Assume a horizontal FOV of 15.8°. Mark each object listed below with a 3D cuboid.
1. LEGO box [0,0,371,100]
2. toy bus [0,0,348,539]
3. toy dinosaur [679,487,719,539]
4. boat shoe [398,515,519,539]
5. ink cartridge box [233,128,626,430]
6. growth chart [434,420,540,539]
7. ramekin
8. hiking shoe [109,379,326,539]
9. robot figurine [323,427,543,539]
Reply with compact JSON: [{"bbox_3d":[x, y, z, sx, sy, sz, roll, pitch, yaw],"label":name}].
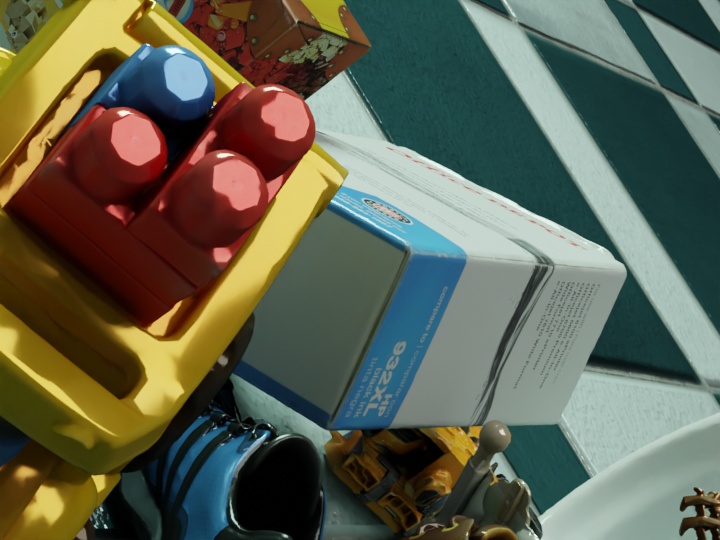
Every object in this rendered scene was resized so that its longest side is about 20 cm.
[{"bbox_3d":[-0.113,-0.137,1.153,0.200,0.149,0.077,59,19,19],"label":"LEGO box"},{"bbox_3d":[-0.094,0.012,0.754,0.136,0.192,0.200,41,59,-12],"label":"toy bus"},{"bbox_3d":[0.095,0.180,0.870,0.102,0.136,0.200,47,61,-50],"label":"toy dinosaur"},{"bbox_3d":[0.043,0.132,1.019,0.200,0.068,0.072,13,-10,46],"label":"boat shoe"},{"bbox_3d":[0.000,0.000,1.102,0.145,0.084,0.200,29,12,28],"label":"ink cartridge box"},{"bbox_3d":[0.071,0.180,1.048,0.018,0.145,0.200,-2,44,-40],"label":"growth chart"},{"bbox_3d":[0.153,0.156,1.205,0.098,0.200,0.200,58,17,-11],"label":"ramekin"},{"bbox_3d":[-0.047,0.086,0.999,0.074,0.087,0.200,42,21,-31],"label":"hiking shoe"},{"bbox_3d":[0.028,0.068,1.268,0.145,0.058,0.200,46,18,-19],"label":"robot figurine"}]
